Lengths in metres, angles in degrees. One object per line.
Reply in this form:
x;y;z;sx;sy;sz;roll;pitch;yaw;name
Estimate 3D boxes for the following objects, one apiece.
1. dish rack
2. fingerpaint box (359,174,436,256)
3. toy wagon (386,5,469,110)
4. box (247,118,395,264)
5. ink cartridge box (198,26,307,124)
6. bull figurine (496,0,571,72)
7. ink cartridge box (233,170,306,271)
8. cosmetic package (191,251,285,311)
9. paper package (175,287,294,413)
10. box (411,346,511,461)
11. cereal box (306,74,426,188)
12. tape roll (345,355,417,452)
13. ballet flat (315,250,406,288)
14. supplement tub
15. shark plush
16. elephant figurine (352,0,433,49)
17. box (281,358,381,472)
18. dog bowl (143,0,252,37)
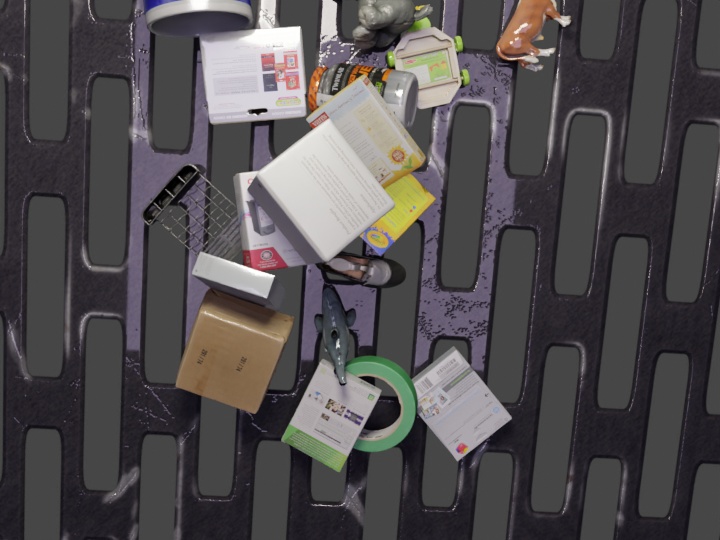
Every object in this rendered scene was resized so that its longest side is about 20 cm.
-0.328;-0.103;1.516;0.200;0.055;0.153;42;95;-8;dish rack
0.025;-0.158;1.514;0.200;0.073;0.167;43;93;-7;fingerpaint box
0.133;-0.435;1.499;0.155;0.040;0.201;-13;97;-1;toy wagon
-0.079;-0.137;1.362;0.171;0.200;0.199;-40;98;-12;box
-0.209;-0.385;1.467;0.199;0.084;0.176;-4;98;-2;ink cartridge box
0.355;-0.506;1.485;0.121;0.065;0.200;29;96;-3;bull figurine
-0.170;-0.104;1.489;0.147;0.086;0.201;-9;97;-17;ink cartridge box
-0.234;0.025;1.453;0.150;0.200;0.052;20;81;3;cosmetic package
-0.259;0.164;1.503;0.190;0.104;0.200;20;116;-4;paper package
0.208;0.290;1.600;0.156;0.041;0.200;-40;96;4;box
0.011;-0.252;1.403;0.144;0.040;0.200;-28;107;32;cereal box
0.021;0.284;1.566;0.200;0.048;0.201;2;100;11;tape roll
0.000;0.000;1.537;0.199;0.068;0.068;10;95;-4;ballet flat
0.006;-0.341;1.448;0.199;0.123;0.123;11;97;14;supplement tub
-0.060;0.140;1.510;0.091;0.083;0.200;2;61;4;shark plush
0.017;-0.552;1.439;0.155;0.141;0.200;-11;78;-31;elephant figurine
-0.062;0.305;1.544;0.144;0.036;0.200;28;103;5;box
-0.308;-0.503;1.389;0.200;0.200;0.079;-7;96;-2;dog bowl
